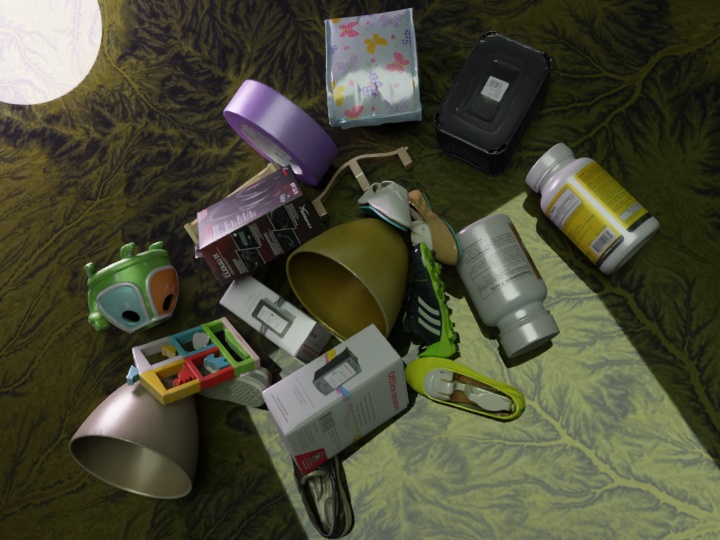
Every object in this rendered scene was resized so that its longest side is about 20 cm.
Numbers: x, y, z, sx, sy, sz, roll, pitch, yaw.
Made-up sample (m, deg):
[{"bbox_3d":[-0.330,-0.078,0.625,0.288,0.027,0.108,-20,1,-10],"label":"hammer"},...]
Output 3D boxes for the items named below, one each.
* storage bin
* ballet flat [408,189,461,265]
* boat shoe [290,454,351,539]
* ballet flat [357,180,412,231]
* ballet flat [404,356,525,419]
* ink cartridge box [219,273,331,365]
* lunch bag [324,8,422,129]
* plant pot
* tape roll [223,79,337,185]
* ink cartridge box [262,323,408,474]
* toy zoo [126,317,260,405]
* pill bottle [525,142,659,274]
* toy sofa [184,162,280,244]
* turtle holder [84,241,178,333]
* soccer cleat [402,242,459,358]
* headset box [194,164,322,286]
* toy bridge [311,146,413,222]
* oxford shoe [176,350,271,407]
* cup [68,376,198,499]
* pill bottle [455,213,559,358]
[{"bbox_3d":[0.225,-0.284,1.153,0.134,0.094,0.202,28,82,17],"label":"storage bin"},{"bbox_3d":[0.100,-0.065,1.091,0.062,0.070,0.201,-9,33,-11],"label":"ballet flat"},{"bbox_3d":[-0.068,0.318,1.059,0.072,0.065,0.203,-27,70,4],"label":"boat shoe"},{"bbox_3d":[0.044,-0.113,1.095,0.068,0.200,0.071,-3,102,-14],"label":"ballet flat"},{"bbox_3d":[0.159,0.184,1.046,0.196,0.067,0.068,16,97,14],"label":"ballet flat"},{"bbox_3d":[-0.120,0.090,1.105,0.198,0.116,0.068,34,84,17],"label":"ink cartridge box"},{"bbox_3d":[0.023,-0.340,1.193,0.166,0.128,0.204,-6,64,7],"label":"lunch bag"},{"bbox_3d":[0.000,0.000,1.083,0.198,0.202,0.142,31,58,17],"label":"plant pot"},{"bbox_3d":[-0.135,-0.232,1.152,0.198,0.200,0.066,34,83,18],"label":"tape roll"},{"bbox_3d":[-0.033,0.195,1.014,0.198,0.149,0.086,-31,53,-16],"label":"ink cartridge box"},{"bbox_3d":[-0.278,0.146,1.088,0.197,0.021,0.131,-19,40,-33],"label":"toy zoo"},{"bbox_3d":[0.359,-0.102,1.065,0.112,0.113,0.201,-39,71,-2],"label":"pill bottle"},{"bbox_3d":[-0.207,-0.101,1.203,0.198,0.098,0.083,-36,96,0],"label":"toy sofa"},{"bbox_3d":[-0.402,0.041,1.165,0.182,0.141,0.134,-23,88,-6],"label":"turtle holder"},{"bbox_3d":[0.099,0.054,1.051,0.079,0.068,0.203,-9,116,16],"label":"soccer cleat"},{"bbox_3d":[-0.174,-0.072,1.079,0.197,0.078,0.149,-27,30,-1],"label":"headset box"},{"bbox_3d":[0.000,-0.166,1.199,0.198,0.027,0.068,-31,70,1],"label":"toy bridge"},{"bbox_3d":[-0.232,0.176,1.139,0.196,0.077,0.058,12,32,22],"label":"oxford shoe"},{"bbox_3d":[-0.339,0.251,1.081,0.196,0.202,0.145,4,49,12],"label":"cup"},{"bbox_3d":[0.226,0.025,1.056,0.113,0.114,0.203,-25,72,3],"label":"pill bottle"}]
